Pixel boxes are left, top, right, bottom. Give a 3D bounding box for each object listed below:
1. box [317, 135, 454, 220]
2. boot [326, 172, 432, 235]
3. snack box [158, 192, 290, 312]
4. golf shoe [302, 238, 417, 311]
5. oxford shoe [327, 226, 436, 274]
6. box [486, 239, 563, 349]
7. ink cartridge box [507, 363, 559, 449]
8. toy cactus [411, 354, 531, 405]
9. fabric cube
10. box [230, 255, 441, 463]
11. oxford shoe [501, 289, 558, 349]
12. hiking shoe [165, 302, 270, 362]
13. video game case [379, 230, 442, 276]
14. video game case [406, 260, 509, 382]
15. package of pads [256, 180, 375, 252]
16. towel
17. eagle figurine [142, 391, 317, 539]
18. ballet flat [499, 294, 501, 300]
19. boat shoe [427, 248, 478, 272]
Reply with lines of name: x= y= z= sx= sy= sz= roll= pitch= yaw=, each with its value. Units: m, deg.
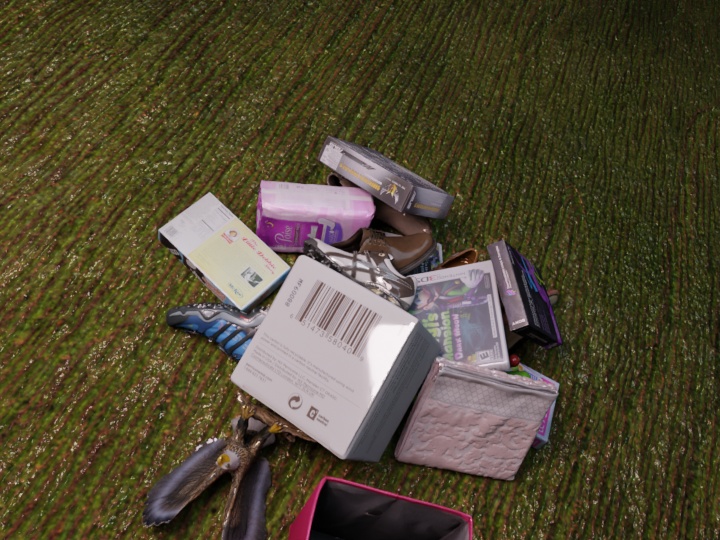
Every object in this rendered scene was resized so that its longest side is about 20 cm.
box: x=0.045 y=-0.160 z=1.170 sx=0.199 sy=0.049 sz=0.158 roll=35 pitch=17 yaw=28
boot: x=0.027 y=-0.120 z=1.244 sx=0.145 sy=0.071 sz=0.200 roll=5 pitch=28 yaw=-37
snack box: x=-0.225 y=-0.027 z=1.117 sx=0.200 sy=0.037 sz=0.116 roll=42 pitch=60 yaw=11
golf shoe: x=0.000 y=0.000 z=1.071 sx=0.199 sy=0.078 sz=0.095 roll=36 pitch=64 yaw=6
oxford shoe: x=0.032 y=-0.034 z=1.121 sx=0.197 sy=0.085 sz=0.073 roll=-15 pitch=37 yaw=-5
box: x=0.273 y=0.044 z=1.107 sx=0.199 sy=0.036 sz=0.145 roll=23 pitch=50 yaw=-55
ink cartridge box: x=0.231 y=0.199 z=1.134 sx=0.198 sy=0.042 sz=0.120 roll=26 pitch=52 yaw=2
toy cactus: x=0.164 y=0.161 z=1.065 sx=0.197 sy=0.103 sz=0.166 roll=-17 pitch=48 yaw=-1
fabric cube: x=0.003 y=0.393 z=0.804 sx=0.197 sy=0.200 sz=0.198 roll=18 pitch=52 yaw=-8
box: x=-0.028 y=0.126 z=0.929 sx=0.197 sy=0.171 sz=0.202 roll=28 pitch=84 yaw=23
oxford shoe: x=0.300 y=0.089 z=1.236 sx=0.198 sy=0.070 sz=0.075 roll=-22 pitch=93 yaw=-35
hiking shoe: x=-0.201 y=0.096 z=1.019 sx=0.196 sy=0.074 sz=0.088 roll=5 pitch=91 yaw=4
video game case: x=0.066 y=0.018 z=1.213 sx=0.179 sy=0.023 sz=0.202 roll=11 pitch=52 yaw=-13
video game case: x=0.132 y=0.079 z=1.060 sx=0.179 sy=0.023 sz=0.202 roll=-11 pitch=48 yaw=13
package of pads: x=-0.079 y=-0.088 z=1.156 sx=0.196 sy=0.121 sz=0.077 roll=4 pitch=51 yaw=-10
towel: x=0.170 y=0.228 z=0.998 sx=0.197 sy=0.193 sz=0.032 roll=13 pitch=29 yaw=-11
eagle figurine: x=-0.174 y=0.271 z=0.892 sx=0.151 sy=0.151 sz=0.202 roll=17 pitch=74 yaw=45
ballet flat: x=0.248 y=0.027 z=1.256 sx=0.199 sy=0.070 sz=0.070 roll=-30 pitch=69 yaw=-39
boat shoe: x=0.141 y=0.023 z=1.176 sx=0.072 sy=0.068 sz=0.200 roll=42 pitch=54 yaw=12
